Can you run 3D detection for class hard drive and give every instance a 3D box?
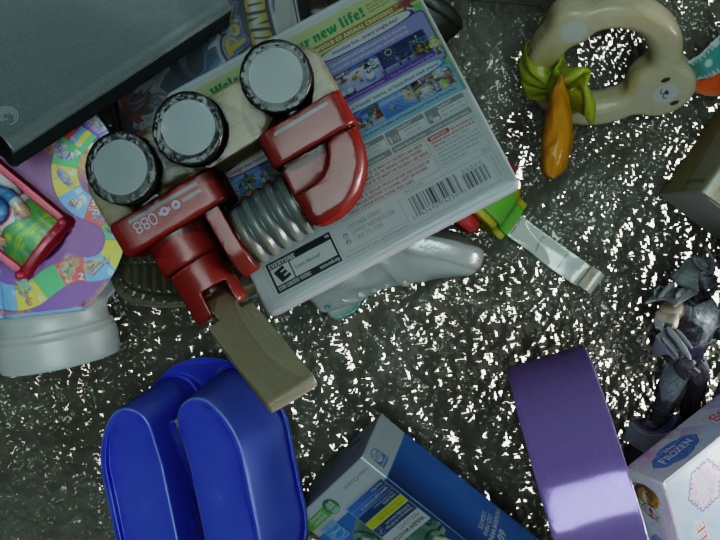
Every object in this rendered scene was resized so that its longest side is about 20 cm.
[{"bbox_3d":[-0.211,-0.178,0.726,0.140,0.033,0.200,44,63,8],"label":"hard drive"}]

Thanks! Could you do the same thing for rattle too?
[{"bbox_3d":[0.232,-0.135,0.799,0.198,0.143,0.131,12,123,-16],"label":"rattle"}]

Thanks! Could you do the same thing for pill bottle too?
[{"bbox_3d":[-0.251,-0.027,0.790,0.115,0.116,0.202,-10,96,-3],"label":"pill bottle"}]

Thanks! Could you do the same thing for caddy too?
[{"bbox_3d":[-0.121,0.173,0.820,0.140,0.105,0.202,-10,93,19],"label":"caddy"}]

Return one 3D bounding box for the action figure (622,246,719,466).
[{"bbox_3d":[0.273,0.078,0.848,0.129,0.069,0.202,-7,108,-39],"label":"action figure"}]

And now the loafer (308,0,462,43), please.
[{"bbox_3d":[-0.017,-0.199,0.822,0.198,0.073,0.072,10,96,5],"label":"loafer"}]

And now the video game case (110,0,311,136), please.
[{"bbox_3d":[-0.124,-0.185,0.796,0.179,0.025,0.202,-9,96,21],"label":"video game case"}]

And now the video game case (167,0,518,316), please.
[{"bbox_3d":[-0.015,-0.093,0.731,0.199,0.022,0.183,-27,79,3],"label":"video game case"}]

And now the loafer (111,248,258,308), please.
[{"bbox_3d":[-0.091,-0.011,0.774,0.198,0.068,0.077,-9,77,8],"label":"loafer"}]

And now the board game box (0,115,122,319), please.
[{"bbox_3d":[-0.263,-0.042,0.709,0.198,0.039,0.160,-5,95,-3],"label":"board game box"}]

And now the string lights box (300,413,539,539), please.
[{"bbox_3d":[0.058,0.221,0.837,0.199,0.059,0.103,39,125,-5],"label":"string lights box"}]

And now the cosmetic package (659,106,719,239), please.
[{"bbox_3d":[0.342,-0.124,0.833,0.071,0.105,0.201,35,90,-4],"label":"cosmetic package"}]

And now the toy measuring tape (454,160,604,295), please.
[{"bbox_3d":[0.125,-0.044,0.839,0.199,0.074,0.074,37,91,-5],"label":"toy measuring tape"}]

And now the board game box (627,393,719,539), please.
[{"bbox_3d":[0.315,0.196,0.825,0.198,0.041,0.202,-28,111,-26],"label":"board game box"}]

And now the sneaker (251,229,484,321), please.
[{"bbox_3d":[0.000,0.000,0.837,0.198,0.075,0.090,6,97,6],"label":"sneaker"}]

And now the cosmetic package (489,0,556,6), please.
[{"bbox_3d":[0.139,-0.256,0.808,0.198,0.104,0.074,5,93,-6],"label":"cosmetic package"}]

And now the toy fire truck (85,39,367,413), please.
[{"bbox_3d":[-0.063,-0.026,0.664,0.175,0.129,0.201,-29,91,2],"label":"toy fire truck"}]

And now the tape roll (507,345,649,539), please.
[{"bbox_3d":[0.172,0.163,0.787,0.065,0.200,0.202,-17,95,9],"label":"tape roll"}]
